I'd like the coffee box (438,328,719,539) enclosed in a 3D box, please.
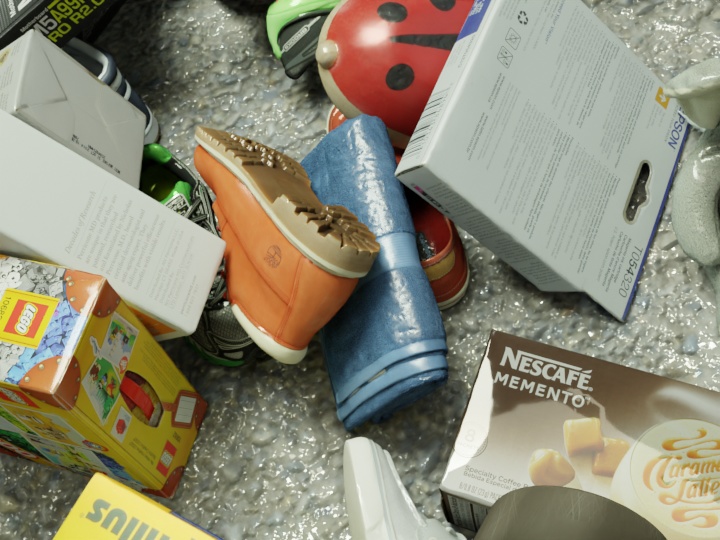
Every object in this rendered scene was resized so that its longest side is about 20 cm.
[{"bbox_3d":[0.161,0.126,0.650,0.199,0.080,0.115,16,66,18],"label":"coffee box"}]

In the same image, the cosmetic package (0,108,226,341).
[{"bbox_3d":[-0.198,-0.026,0.661,0.101,0.199,0.072,-15,50,51],"label":"cosmetic package"}]

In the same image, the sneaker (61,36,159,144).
[{"bbox_3d":[-0.276,-0.132,0.853,0.198,0.109,0.071,-8,60,6],"label":"sneaker"}]

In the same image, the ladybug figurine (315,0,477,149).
[{"bbox_3d":[0.060,-0.158,0.777,0.199,0.072,0.137,-8,89,-31],"label":"ladybug figurine"}]

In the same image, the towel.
[{"bbox_3d":[0.000,0.000,0.724,0.048,0.112,0.201,2,63,-33],"label":"towel"}]

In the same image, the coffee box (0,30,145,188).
[{"bbox_3d":[-0.271,-0.075,0.768,0.199,0.114,0.080,-22,51,26],"label":"coffee box"}]

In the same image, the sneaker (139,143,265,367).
[{"bbox_3d":[-0.126,-0.011,0.775,0.078,0.085,0.200,-35,62,-9],"label":"sneaker"}]

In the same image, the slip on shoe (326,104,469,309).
[{"bbox_3d":[0.026,-0.064,0.789,0.074,0.061,0.201,-23,59,0],"label":"slip on shoe"}]

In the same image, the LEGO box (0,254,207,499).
[{"bbox_3d":[-0.205,0.069,0.681,0.148,0.200,0.078,11,64,17],"label":"LEGO box"}]

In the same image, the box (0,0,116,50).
[{"bbox_3d":[-0.257,-0.260,0.825,0.160,0.044,0.201,-33,55,15],"label":"box"}]

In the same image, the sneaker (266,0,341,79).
[{"bbox_3d":[0.023,-0.195,0.863,0.198,0.084,0.077,-6,17,-6],"label":"sneaker"}]

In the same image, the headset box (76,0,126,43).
[{"bbox_3d":[-0.268,-0.307,0.929,0.149,0.075,0.200,-50,52,4],"label":"headset box"}]

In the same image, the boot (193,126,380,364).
[{"bbox_3d":[-0.074,-0.024,0.717,0.200,0.075,0.108,48,119,43],"label":"boot"}]

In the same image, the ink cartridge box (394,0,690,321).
[{"bbox_3d":[0.140,-0.094,0.750,0.043,0.200,0.197,-13,46,55],"label":"ink cartridge box"}]

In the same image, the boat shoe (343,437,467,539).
[{"bbox_3d":[0.040,0.194,0.646,0.068,0.072,0.201,-12,57,-13],"label":"boat shoe"}]

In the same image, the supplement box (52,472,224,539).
[{"bbox_3d":[-0.100,0.211,0.585,0.108,0.200,0.110,22,68,20],"label":"supplement box"}]

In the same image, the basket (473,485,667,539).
[{"bbox_3d":[0.091,0.225,0.537,0.180,0.136,0.201,41,48,-16],"label":"basket"}]

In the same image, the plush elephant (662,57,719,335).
[{"bbox_3d":[0.281,-0.083,0.690,0.164,0.155,0.201,-22,65,-3],"label":"plush elephant"}]
